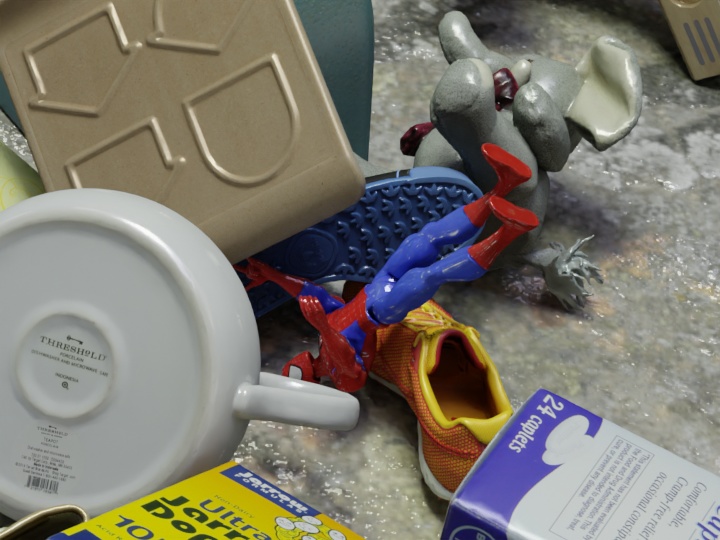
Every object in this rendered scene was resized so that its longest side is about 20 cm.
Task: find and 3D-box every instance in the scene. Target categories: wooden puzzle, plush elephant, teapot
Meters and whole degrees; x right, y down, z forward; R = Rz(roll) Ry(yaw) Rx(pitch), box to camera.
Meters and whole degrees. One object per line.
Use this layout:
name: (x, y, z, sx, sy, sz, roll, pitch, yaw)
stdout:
wooden puzzle: (-0.105, -0.098, 1.556, 0.201, 0.184, 0.046, 67, 21, 6)
plush elephant: (0.085, -0.089, 1.685, 0.199, 0.164, 0.156, 34, 48, -23)
teapot: (-0.132, 0.049, 1.476, 0.201, 0.197, 0.146, 58, 12, 8)

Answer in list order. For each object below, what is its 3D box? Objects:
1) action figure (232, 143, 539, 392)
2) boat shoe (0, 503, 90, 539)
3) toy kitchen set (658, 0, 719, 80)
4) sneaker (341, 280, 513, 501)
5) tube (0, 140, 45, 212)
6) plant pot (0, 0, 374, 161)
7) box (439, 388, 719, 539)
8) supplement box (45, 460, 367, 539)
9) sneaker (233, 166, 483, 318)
action figure: (0.000, 0.000, 1.522, 0.099, 0.200, 0.066, 25, 39, -25)
boat shoe: (-0.200, 0.170, 1.261, 0.073, 0.063, 0.200, 37, 40, 11)
toy kitchen set: (0.146, -0.195, 1.888, 0.199, 0.181, 0.163, -14, 24, 33)
sneaker: (0.046, 0.050, 1.573, 0.072, 0.078, 0.200, -8, 37, -22)
tube: (-0.205, -0.033, 1.622, 0.200, 0.058, 0.052, 43, 30, 28)
plant pot: (-0.107, -0.173, 1.694, 0.195, 0.201, 0.196, -19, 50, -32)
box: (0.133, 0.194, 1.352, 0.199, 0.185, 0.105, 26, 41, 15)
supplement box: (-0.080, 0.180, 1.311, 0.108, 0.110, 0.200, 29, 17, 17)
sneaker: (-0.027, -0.024, 1.612, 0.199, 0.071, 0.078, -17, 28, -4)
